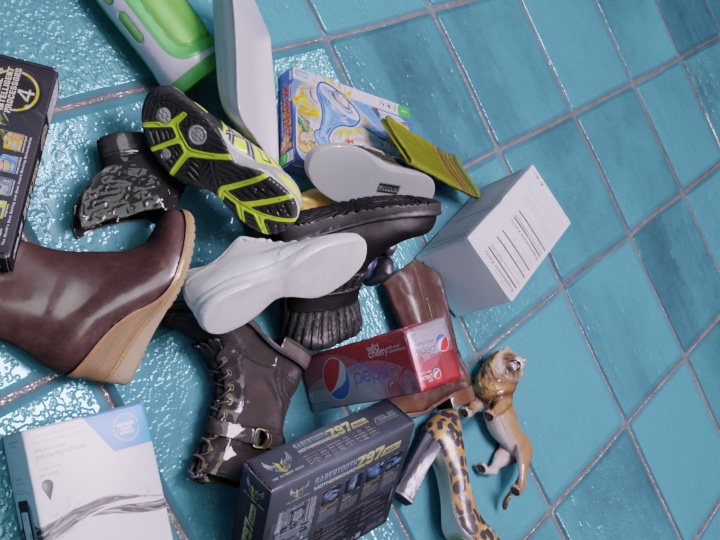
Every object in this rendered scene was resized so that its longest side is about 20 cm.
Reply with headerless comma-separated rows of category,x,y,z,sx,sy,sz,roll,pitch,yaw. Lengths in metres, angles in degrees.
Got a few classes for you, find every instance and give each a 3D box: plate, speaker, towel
plate,-0.133,-0.230,0.908,0.032,0.200,0.200,-7,77,4
speaker,-0.239,-0.294,0.875,0.200,0.088,0.088,53,51,-13
towel,0.102,-0.154,1.087,0.200,0.018,0.086,15,38,-55

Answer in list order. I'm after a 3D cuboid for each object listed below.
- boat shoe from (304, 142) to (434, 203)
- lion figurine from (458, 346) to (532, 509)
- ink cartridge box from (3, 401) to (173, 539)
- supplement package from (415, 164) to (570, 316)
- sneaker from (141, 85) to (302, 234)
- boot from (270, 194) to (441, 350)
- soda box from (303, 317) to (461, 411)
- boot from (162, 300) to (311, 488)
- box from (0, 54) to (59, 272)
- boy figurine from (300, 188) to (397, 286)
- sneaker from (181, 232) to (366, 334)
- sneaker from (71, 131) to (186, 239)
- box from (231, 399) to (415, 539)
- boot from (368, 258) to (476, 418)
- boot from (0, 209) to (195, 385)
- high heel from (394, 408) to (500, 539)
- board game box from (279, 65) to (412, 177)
boat shoe,0.004,-0.121,0.987,0.200,0.064,0.071,12,113,-41
lion figurine,0.201,0.215,1.090,0.122,0.072,0.200,-28,109,-53
ink cartridge box,-0.242,0.233,0.718,0.116,0.068,0.200,-10,83,-40
supplement package,0.192,-0.043,1.124,0.110,0.114,0.200,54,52,-11
sneaker,-0.148,-0.117,0.836,0.200,0.075,0.076,43,19,-9
boot,-0.001,-0.001,0.916,0.211,0.079,0.158,-11,108,-8
soda box,0.016,0.109,0.877,0.063,0.200,0.070,-11,83,-39
boot,-0.144,0.138,0.830,0.200,0.069,0.174,28,65,-24
box,-0.375,-0.110,0.706,0.161,0.049,0.200,12,68,-15
boy figurine,-0.048,-0.053,0.969,0.200,0.064,0.124,28,64,-32
sneaker,-0.091,-0.010,0.820,0.200,0.075,0.088,-20,48,-26
sneaker,-0.214,-0.095,0.853,0.200,0.060,0.104,-6,81,-36
box,-0.040,0.238,0.833,0.200,0.051,0.158,-17,131,-41
boot,0.054,0.089,1.010,0.186,0.064,0.200,-7,78,-41
boot,-0.264,0.000,0.759,0.166,0.072,0.200,29,72,-27
high heel,0.147,0.280,1.011,0.200,0.071,0.143,40,61,-11
board game box,-0.016,-0.178,1.050,0.200,0.034,0.136,10,70,-37
